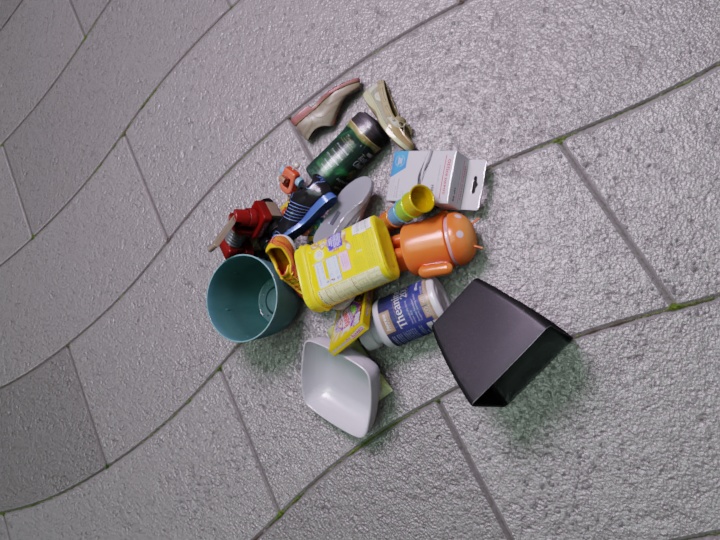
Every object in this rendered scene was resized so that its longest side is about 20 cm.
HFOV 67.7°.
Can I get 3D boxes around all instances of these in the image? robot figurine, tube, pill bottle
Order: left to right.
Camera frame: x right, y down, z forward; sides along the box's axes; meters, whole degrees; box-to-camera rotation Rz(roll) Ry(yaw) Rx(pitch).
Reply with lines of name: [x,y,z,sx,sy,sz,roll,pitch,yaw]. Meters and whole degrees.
tube: [-0.005,0.209,1.235,0.052,0.058,0.201,-29,76,-17]
pill bottle: [0.092,0.100,1.165,0.199,0.111,0.112,-26,75,20]
robot figurine: [0.161,-0.058,1.147,0.199,0.144,0.117,-13,100,22]

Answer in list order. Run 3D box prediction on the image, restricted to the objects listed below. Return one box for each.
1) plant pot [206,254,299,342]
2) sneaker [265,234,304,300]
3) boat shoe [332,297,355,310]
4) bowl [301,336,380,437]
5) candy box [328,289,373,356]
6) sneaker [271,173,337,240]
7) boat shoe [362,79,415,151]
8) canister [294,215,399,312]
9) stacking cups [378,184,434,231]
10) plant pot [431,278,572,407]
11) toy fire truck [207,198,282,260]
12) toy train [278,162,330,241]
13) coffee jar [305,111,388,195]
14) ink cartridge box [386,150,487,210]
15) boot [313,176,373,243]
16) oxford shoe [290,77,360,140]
plant pot: [-0.242,0.069,1.294,0.199,0.161,0.202,-2,85,24]
sneaker: [-0.152,0.014,1.227,0.073,0.077,0.200,-26,109,31]
boat shoe: [0.000,0.000,1.223,0.074,0.093,0.201,27,94,31]
bowl: [-0.037,0.251,1.200,0.199,0.074,0.201,23,121,32]
candy box: [-0.018,0.098,1.179,0.026,0.200,0.102,41,112,-15]
sneaker: [-0.142,-0.138,1.242,0.200,0.070,0.078,-38,78,22]
boat shoe: [0.076,-0.356,1.240,0.063,0.073,0.201,-37,63,18]
canister: [-0.029,-0.013,1.139,0.199,0.086,0.150,-23,70,23]
stacking cups: [0.085,-0.119,1.160,0.200,0.060,0.061,-33,66,62]
plant pot: [0.259,0.132,1.049,0.200,0.200,0.178,-50,58,13]
toy fire truck: [-0.294,-0.078,1.286,0.176,0.199,0.129,-50,57,35]
toy train: [-0.146,-0.158,1.302,0.200,0.055,0.151,42,128,20]
coffee jar: [-0.028,-0.275,1.260,0.200,0.104,0.085,-45,73,15]
ink cartridge box: [0.162,-0.196,1.163,0.199,0.067,0.117,8,87,37]
boot: [-0.022,-0.118,1.252,0.200,0.095,0.074,-52,51,3]
oxford shoe: [-0.073,-0.398,1.325,0.199,0.070,0.075,-31,100,17]
